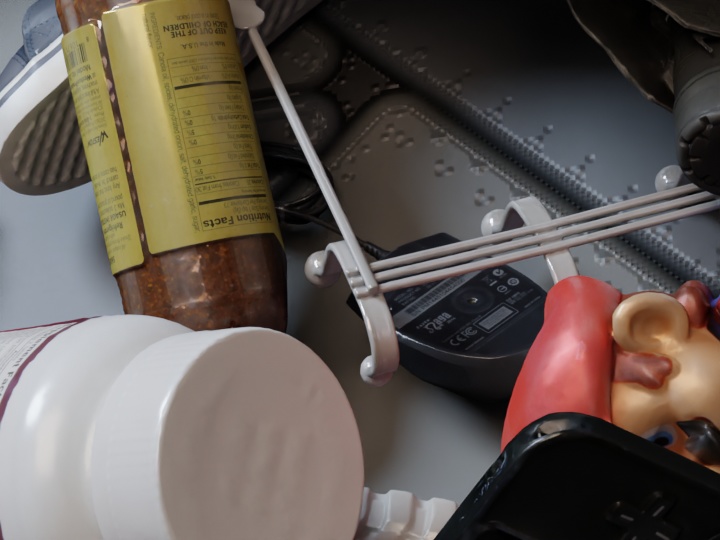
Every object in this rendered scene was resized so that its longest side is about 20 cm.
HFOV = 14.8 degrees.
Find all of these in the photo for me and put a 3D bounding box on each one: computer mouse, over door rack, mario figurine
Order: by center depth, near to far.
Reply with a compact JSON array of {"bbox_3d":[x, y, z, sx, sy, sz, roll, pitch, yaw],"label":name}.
[{"bbox_3d":[0.143,0.041,0.895,0.200,0.124,0.106,-20,23,-1],"label":"mario figurine"},{"bbox_3d":[0.043,-0.053,1.000,0.148,0.067,0.200,-14,55,-11],"label":"over door rack"},{"bbox_3d":[0.000,0.000,1.030,0.059,0.034,0.200,-32,46,-29],"label":"computer mouse"}]

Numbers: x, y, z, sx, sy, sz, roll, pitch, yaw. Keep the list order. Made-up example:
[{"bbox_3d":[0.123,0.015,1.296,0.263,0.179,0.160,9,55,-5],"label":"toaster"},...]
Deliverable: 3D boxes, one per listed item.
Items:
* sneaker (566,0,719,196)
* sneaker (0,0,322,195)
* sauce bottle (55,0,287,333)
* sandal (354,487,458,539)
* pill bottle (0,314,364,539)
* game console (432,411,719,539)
[{"bbox_3d":[0.167,-0.067,0.957,0.200,0.060,0.104,11,44,-13],"label":"sneaker"},{"bbox_3d":[-0.080,-0.111,1.091,0.200,0.078,0.079,-38,61,-17],"label":"sneaker"},{"bbox_3d":[-0.061,-0.010,0.998,0.066,0.066,0.200,-12,87,12],"label":"sauce bottle"},{"bbox_3d":[0.067,0.126,0.926,0.202,0.050,0.082,23,56,15],"label":"sandal"},{"bbox_3d":[-0.099,0.072,0.934,0.200,0.110,0.110,-8,56,44],"label":"pill bottle"},{"bbox_3d":[0.078,0.170,0.812,0.200,0.176,0.116,-54,26,23],"label":"game console"}]
